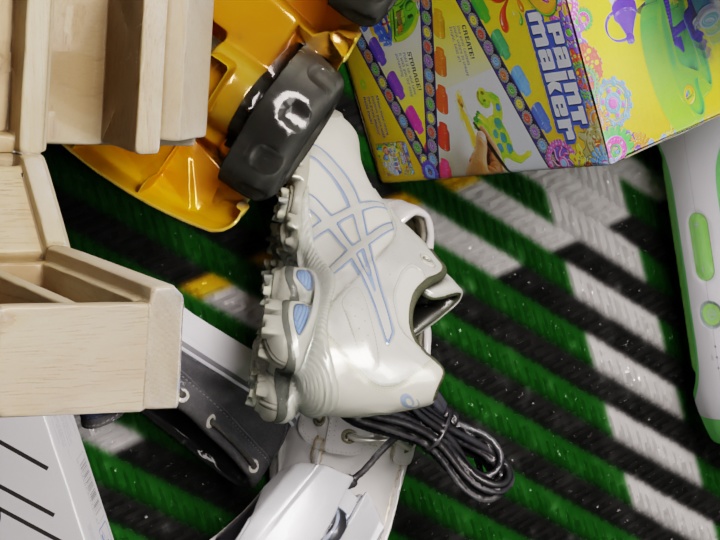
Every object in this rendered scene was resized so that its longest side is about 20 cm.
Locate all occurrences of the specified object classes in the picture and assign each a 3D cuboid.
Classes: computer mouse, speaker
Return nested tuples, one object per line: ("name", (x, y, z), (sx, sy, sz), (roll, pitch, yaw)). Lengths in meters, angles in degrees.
("computer mouse", (-0.024, 0.135, 1.146), (0.200, 0.044, 0.110), (-47, 119, 0))
("speaker", (0.217, -0.008, 1.327), (0.088, 0.088, 0.202), (-13, 97, -33))

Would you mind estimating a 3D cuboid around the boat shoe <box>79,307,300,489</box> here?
("boat shoe", (-0.112, 0.046, 1.118), (0.200, 0.070, 0.067), (33, 70, -37))

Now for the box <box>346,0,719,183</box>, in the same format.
("box", (0.123, -0.135, 1.198), (0.199, 0.192, 0.123), (-23, 102, -32))

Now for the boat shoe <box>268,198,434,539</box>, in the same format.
("boat shoe", (0.003, 0.062, 1.189), (0.070, 0.069, 0.202), (5, 88, -37))

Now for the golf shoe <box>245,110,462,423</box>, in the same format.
("golf shoe", (0.000, 0.000, 1.133), (0.096, 0.079, 0.201), (7, 43, -4))

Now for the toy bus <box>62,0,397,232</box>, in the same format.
("toy bus", (-0.044, -0.135, 1.092), (0.135, 0.192, 0.201), (34, 103, 4))

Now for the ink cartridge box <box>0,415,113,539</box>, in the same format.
("ink cartridge box", (-0.178, 0.070, 1.054), (0.093, 0.044, 0.202), (-14, 101, 9))

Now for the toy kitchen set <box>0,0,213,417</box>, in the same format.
("toy kitchen set", (-0.099, -0.063, 0.893), (0.162, 0.180, 0.202), (-1, 99, -30))
